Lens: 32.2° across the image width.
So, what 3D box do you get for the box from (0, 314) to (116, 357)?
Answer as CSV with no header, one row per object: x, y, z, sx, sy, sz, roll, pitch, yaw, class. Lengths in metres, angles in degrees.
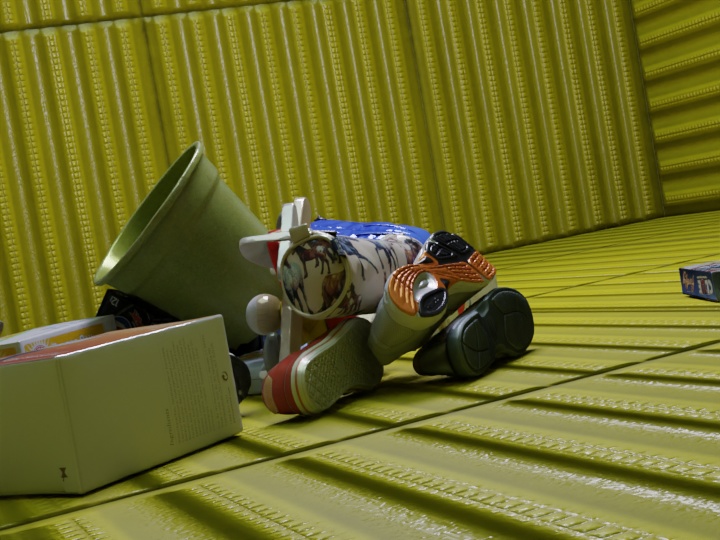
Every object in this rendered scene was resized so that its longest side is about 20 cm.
-0.349,0.121,1.362,0.100,0.114,0.200,-10,4,19,box

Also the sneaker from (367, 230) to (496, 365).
0.063,0.028,1.236,0.199,0.076,0.093,-28,-24,-55,sneaker

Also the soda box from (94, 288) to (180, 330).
-0.256,0.066,1.539,0.070,0.064,0.200,29,6,12,soda box

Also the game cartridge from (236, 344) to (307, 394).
-0.087,0.109,1.452,0.132,0.042,0.199,-14,0,36,game cartridge

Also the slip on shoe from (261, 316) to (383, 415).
-0.031,0.092,1.192,0.060,0.075,0.199,-12,6,27,slip on shoe

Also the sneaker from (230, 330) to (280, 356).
-0.118,0.085,1.578,0.197,0.078,0.111,-15,-3,-9,sneaker

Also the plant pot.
-0.178,-0.013,1.454,0.201,0.183,0.201,-47,16,18,plant pot

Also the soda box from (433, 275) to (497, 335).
0.121,0.044,1.642,0.063,0.069,0.199,-9,2,28,soda box

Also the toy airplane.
-0.071,0.027,1.335,0.140,0.202,0.199,-21,0,27,toy airplane

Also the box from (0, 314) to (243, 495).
-0.223,0.112,1.057,0.150,0.108,0.199,-9,2,34,box

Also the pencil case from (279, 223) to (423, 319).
0.000,0.000,1.247,0.077,0.091,0.199,-7,-3,29,pencil case

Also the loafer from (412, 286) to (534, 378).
0.114,0.063,1.246,0.062,0.073,0.199,-16,1,29,loafer

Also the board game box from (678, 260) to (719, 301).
0.493,-0.002,1.479,0.196,0.035,0.135,-10,2,-1,board game box

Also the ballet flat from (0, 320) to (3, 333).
-0.467,0.121,1.375,0.201,0.046,0.067,-53,-9,6,ballet flat

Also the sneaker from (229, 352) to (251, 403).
-0.205,0.117,1.226,0.197,0.080,0.089,-11,5,-2,sneaker

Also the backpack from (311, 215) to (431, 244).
0.008,0.021,1.724,0.196,0.165,0.168,3,14,10,backpack
